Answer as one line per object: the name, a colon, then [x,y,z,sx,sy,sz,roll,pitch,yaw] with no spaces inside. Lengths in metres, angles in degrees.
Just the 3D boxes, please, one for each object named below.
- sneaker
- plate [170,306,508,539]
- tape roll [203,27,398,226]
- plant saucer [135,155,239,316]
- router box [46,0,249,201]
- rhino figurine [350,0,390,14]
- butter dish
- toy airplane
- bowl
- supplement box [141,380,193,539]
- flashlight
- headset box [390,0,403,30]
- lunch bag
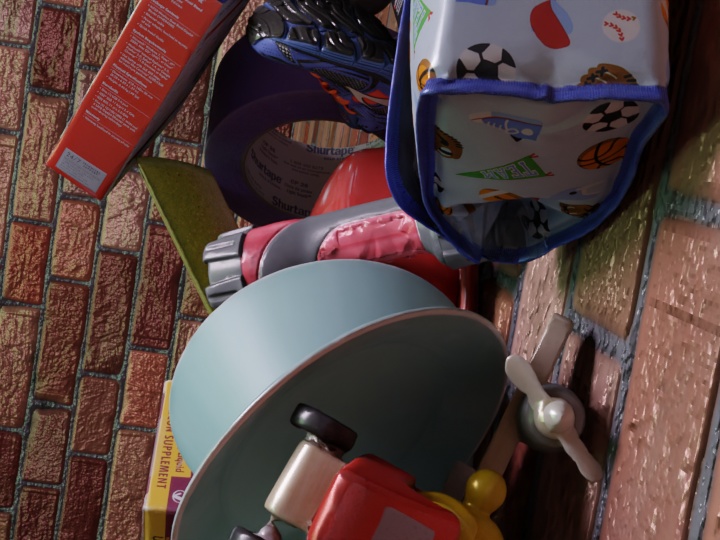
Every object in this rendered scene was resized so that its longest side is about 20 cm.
sneaker: [0.001,-0.135,0.873,0.079,0.199,0.076,-51,44,28]
plate: [-0.010,0.090,0.626,0.026,0.199,0.201,50,140,35]
tape roll: [-0.028,-0.114,1.034,0.200,0.199,0.085,110,165,-55]
plant saucer: [-0.110,-0.002,0.969,0.201,0.048,0.200,65,172,-5]
router box: [-0.139,-0.168,0.919,0.180,0.049,0.200,-52,9,27]
rhino figurine: [-0.007,-0.284,0.926,0.060,0.087,0.201,-49,-30,-54]
butter dish: [0.000,0.000,0.905,0.200,0.147,0.200,110,166,-56]
toy airplane: [0.044,0.141,0.586,0.199,0.141,0.201,-33,-44,-47]
bowl: [-0.010,0.104,0.744,0.105,0.200,0.202,-114,33,-57]
supplement box: [-0.075,0.181,1.029,0.104,0.199,0.131,101,173,-46]
flashlight: [-0.002,-0.011,0.786,0.068,0.199,0.068,-39,-64,-64]
headset box: [0.059,-0.243,0.797,0.149,0.077,0.201,119,140,-68]
lunch bag: [0.077,-0.111,0.604,0.200,0.123,0.171,80,-164,-71]
